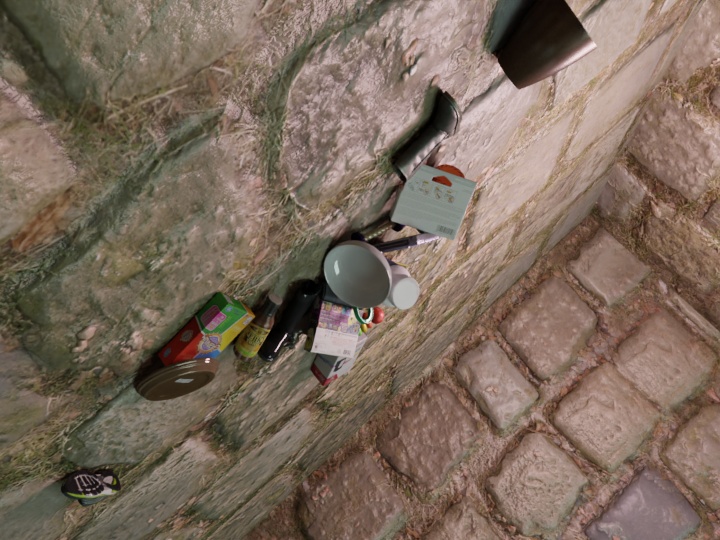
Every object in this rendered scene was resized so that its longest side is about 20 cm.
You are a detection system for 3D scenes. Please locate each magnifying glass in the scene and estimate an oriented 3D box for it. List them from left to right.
[{"bbox_3d":[-0.016,0.064,1.744,0.022,0.203,0.080,-12,-152,36],"label":"magnifying glass"}]

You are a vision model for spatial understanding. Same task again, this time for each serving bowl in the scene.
[{"bbox_3d":[0.000,0.000,1.635,0.066,0.196,0.203,-56,174,-48],"label":"serving bowl"}]

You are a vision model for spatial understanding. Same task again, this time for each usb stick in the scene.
[{"bbox_3d":[-0.051,0.073,1.739,0.032,0.057,0.198,-12,161,35],"label":"usb stick"}]

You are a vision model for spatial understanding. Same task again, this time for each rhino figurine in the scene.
[{"bbox_3d":[-0.157,0.163,1.785,0.198,0.059,0.089,-38,143,-21],"label":"rhino figurine"}]

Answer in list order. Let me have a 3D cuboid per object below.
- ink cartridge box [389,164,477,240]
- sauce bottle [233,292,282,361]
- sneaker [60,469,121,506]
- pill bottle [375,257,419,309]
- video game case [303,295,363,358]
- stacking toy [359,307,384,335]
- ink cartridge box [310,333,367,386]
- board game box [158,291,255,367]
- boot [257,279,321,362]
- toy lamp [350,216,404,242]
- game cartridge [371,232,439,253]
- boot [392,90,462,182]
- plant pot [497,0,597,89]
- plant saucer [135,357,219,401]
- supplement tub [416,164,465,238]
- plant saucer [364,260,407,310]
[{"bbox_3d":[0.196,-0.193,1.654,0.044,0.194,0.178,-98,-154,-63],"label":"ink cartridge box"},{"bbox_3d":[-0.262,0.144,1.557,0.064,0.065,0.203,-12,140,-54],"label":"sauce bottle"},{"bbox_3d":[-0.679,0.552,1.514,0.080,0.074,0.201,-39,157,-3],"label":"sneaker"},{"bbox_3d":[0.079,0.035,1.736,0.116,0.199,0.124,-9,109,-26],"label":"pill bottle"},{"bbox_3d":[-0.072,0.156,1.782,0.197,0.035,0.188,17,84,-51],"label":"video game case"},{"bbox_3d":[-0.010,0.184,2.008,0.195,0.087,0.086,-27,156,-7],"label":"stacking toy"},{"bbox_3d":[-0.077,0.292,2.143,0.144,0.083,0.203,-24,151,-41],"label":"ink cartridge box"},{"bbox_3d":[-0.355,0.150,1.424,0.200,0.040,0.153,-46,159,0],"label":"board game box"},{"bbox_3d":[-0.190,0.132,1.627,0.201,0.065,0.165,-52,-176,26],"label":"boot"},{"bbox_3d":[0.061,-0.116,1.697,0.197,0.058,0.059,-30,155,-36],"label":"toy lamp"},{"bbox_3d":[0.115,-0.076,1.744,0.196,0.040,0.128,-11,179,39],"label":"game cartridge"},{"bbox_3d":[0.159,-0.325,1.502,0.198,0.073,0.182,-37,156,-3],"label":"boot"},{"bbox_3d":[0.439,-0.549,1.485,0.199,0.190,0.185,-37,164,27],"label":"plant pot"},{"bbox_3d":[-0.424,0.258,1.422,0.194,0.030,0.201,-21,159,-8],"label":"plant saucer"},{"bbox_3d":[0.230,-0.200,1.766,0.121,0.123,0.202,-30,155,-31],"label":"supplement tub"},{"bbox_3d":[0.043,0.036,1.950,0.201,0.048,0.199,-51,158,13],"label":"plant saucer"}]
